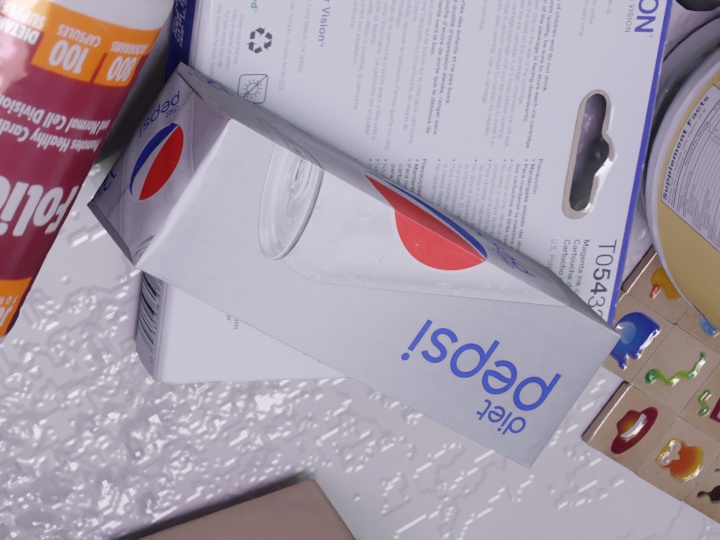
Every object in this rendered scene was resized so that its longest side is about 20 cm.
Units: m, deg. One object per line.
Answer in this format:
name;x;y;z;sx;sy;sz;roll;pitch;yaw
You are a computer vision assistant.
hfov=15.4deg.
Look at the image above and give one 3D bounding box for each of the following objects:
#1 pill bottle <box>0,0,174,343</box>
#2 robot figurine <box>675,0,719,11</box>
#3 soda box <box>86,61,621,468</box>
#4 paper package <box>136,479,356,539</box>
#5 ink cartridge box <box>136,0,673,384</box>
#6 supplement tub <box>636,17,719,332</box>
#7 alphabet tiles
pill bottle;-0.158;-0.038;0.948;0.114;0.114;0.200;20;106;-30
robot figurine;0.175;-0.179;0.998;0.150;0.125;0.200;-11;150;9
soda box;0.000;0.000;1.017;0.200;0.063;0.068;29;100;-31
paper package;-0.071;0.197;1.059;0.200;0.191;0.104;-18;125;-14
ink cartridge box;0.018;-0.052;1.061;0.200;0.043;0.197;-1;114;-24
supplement tub;0.200;-0.019;1.056;0.145;0.200;0.146;-7;114;-16
alphabet tiles;0.193;0.018;1.196;0.167;0.008;0.200;31;100;-33
